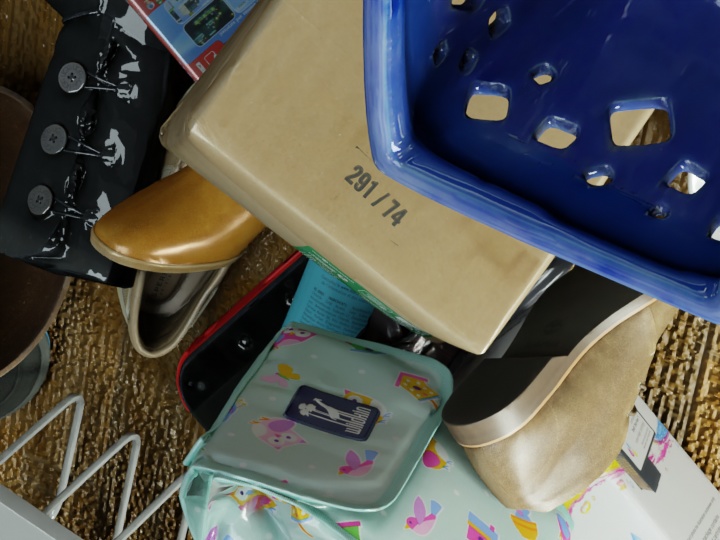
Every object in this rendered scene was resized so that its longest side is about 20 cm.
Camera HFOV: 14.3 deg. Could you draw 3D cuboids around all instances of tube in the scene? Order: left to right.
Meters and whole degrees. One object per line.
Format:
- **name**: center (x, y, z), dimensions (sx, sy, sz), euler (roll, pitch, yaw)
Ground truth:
- **tube**: center (0.000, 0.000, 1.624), dimensions (0.077, 0.051, 0.201), euler (15, 123, -18)

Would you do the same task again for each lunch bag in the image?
- **lunch bag**: center (0.002, 0.131, 1.497), dimensions (0.122, 0.171, 0.200), euler (-37, 101, 31)

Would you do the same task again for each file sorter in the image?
- **file sorter**: center (-0.143, 0.193, 1.766), dimensions (0.199, 0.124, 0.139), euler (32, 134, 17)

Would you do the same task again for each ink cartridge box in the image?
- **ink cartridge box**: center (0.110, 0.139, 1.612), dimensions (0.145, 0.084, 0.200), euler (-38, 93, 32)

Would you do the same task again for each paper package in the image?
- **paper package**: center (0.027, -0.086, 1.496), dimensions (0.200, 0.103, 0.191), euler (36, 87, -10)

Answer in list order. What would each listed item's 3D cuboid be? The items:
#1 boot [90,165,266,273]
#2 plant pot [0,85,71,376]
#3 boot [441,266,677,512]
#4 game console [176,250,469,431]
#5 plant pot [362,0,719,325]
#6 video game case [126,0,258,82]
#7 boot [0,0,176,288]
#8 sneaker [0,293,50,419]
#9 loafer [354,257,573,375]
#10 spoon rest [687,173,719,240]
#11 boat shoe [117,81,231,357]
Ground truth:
- **boot**: center (-0.056, -0.084, 1.576), dimensions (0.071, 0.200, 0.145), euler (41, 132, 35)
- **plant pot**: center (-0.309, -0.032, 1.772), dimensions (0.199, 0.186, 0.188), euler (9, 114, 43)
- **boot**: center (0.126, 0.050, 1.529), dimensions (0.073, 0.200, 0.076), euler (0, 126, 53)
- **game console**: center (-0.005, 0.075, 1.710), dimensions (0.177, 0.031, 0.200), euler (49, 126, -1)
- **plant pot**: center (0.129, -0.128, 1.231), dimensions (0.199, 0.180, 0.201), euler (25, 142, 23)
- **video game case**: center (-0.094, -0.217, 1.603), dimensions (0.143, 0.017, 0.200), euler (-40, 84, -1)
- **boot**: center (-0.179, -0.104, 1.675), dimensions (0.164, 0.065, 0.201), euler (19, 101, 36)
- **sneaker**: center (-0.277, 0.083, 1.840), dimensions (0.200, 0.082, 0.073), euler (-35, 87, 34)
- **loafer**: center (0.034, 0.023, 1.593), dimensions (0.200, 0.072, 0.063), euler (-42, 116, 4)
- **spoon rest**: center (0.246, -0.071, 1.479), dimensions (0.099, 0.061, 0.200), euler (48, 124, 6)
- **boat shoe**: center (-0.090, -0.033, 1.678), dimensions (0.071, 0.065, 0.201), euler (12, 129, -15)
